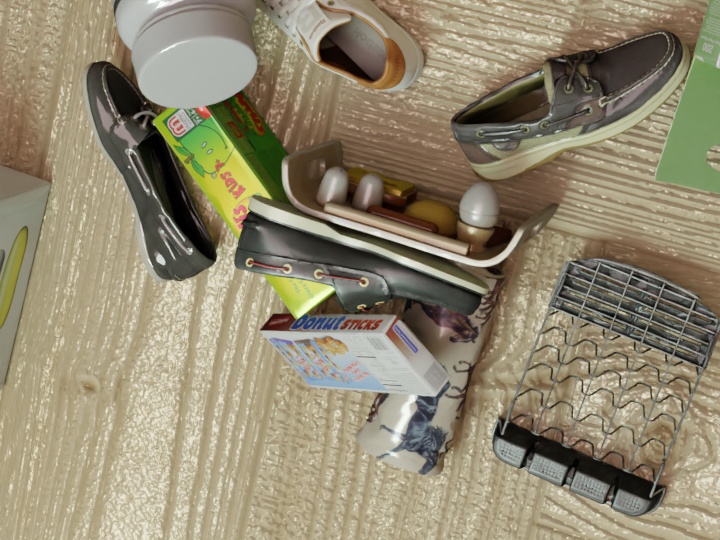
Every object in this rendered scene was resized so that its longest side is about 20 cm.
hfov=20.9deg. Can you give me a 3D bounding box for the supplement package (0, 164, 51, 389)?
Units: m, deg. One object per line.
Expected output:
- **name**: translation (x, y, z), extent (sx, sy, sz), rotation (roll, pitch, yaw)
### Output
- **supplement package**: translation (-0.386, 0.008, 1.672), extent (0.147, 0.191, 0.201), rotation (18, 105, 11)

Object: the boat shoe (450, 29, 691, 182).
- **boat shoe**: translation (0.164, -0.137, 1.544), extent (0.200, 0.073, 0.065), rotation (-29, 130, 18)

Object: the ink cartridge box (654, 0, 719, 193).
- **ink cartridge box**: translation (0.320, -0.146, 1.485), extent (0.145, 0.048, 0.201), rotation (10, 103, -21)

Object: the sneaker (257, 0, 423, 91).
- **sneaker**: translation (-0.038, -0.219, 1.590), extent (0.200, 0.085, 0.073), rotation (37, 109, 10)

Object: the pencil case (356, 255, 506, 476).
- **pencil case**: translation (0.057, 0.073, 1.619), extent (0.078, 0.089, 0.201), rotation (13, 105, -16)

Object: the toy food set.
- **toy food set**: translation (0.049, -0.063, 1.561), extent (0.199, 0.143, 0.061), rotation (18, 104, 12)

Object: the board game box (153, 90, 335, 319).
- **board game box**: translation (-0.080, -0.062, 1.620), extent (0.048, 0.102, 0.200), rotation (-36, 89, 18)

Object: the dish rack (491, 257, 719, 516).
- **dish rack**: translation (0.202, 0.092, 1.594), extent (0.153, 0.055, 0.201), rotation (22, 103, 10)

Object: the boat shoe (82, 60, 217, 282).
- **boat shoe**: translation (-0.175, -0.088, 1.659), extent (0.057, 0.067, 0.201), rotation (-13, 102, 28)

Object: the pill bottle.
- **pill bottle**: translation (-0.145, -0.238, 1.558), extent (0.114, 0.114, 0.201), rotation (-24, 62, 18)

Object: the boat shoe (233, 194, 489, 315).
- **boat shoe**: translation (0.000, 0.000, 1.530), extent (0.201, 0.074, 0.063), rotation (17, 96, 1)

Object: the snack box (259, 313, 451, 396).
- **snack box**: translation (-0.008, 0.067, 1.584), extent (0.072, 0.200, 0.024), rotation (48, 67, -21)
